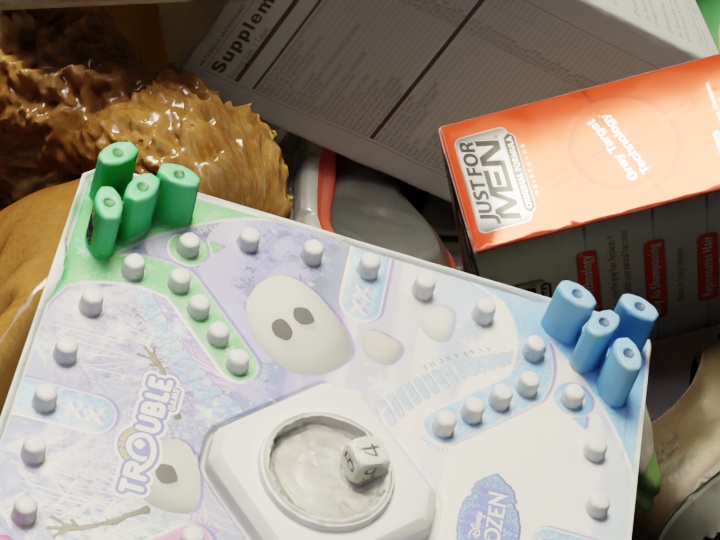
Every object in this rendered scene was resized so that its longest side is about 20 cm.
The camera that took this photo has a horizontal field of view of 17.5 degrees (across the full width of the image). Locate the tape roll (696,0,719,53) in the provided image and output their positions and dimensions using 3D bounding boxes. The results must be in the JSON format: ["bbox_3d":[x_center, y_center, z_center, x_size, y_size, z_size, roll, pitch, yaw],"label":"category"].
[{"bbox_3d":[0.228,-0.081,1.013,0.199,0.048,0.201,-2,44,2],"label":"tape roll"}]

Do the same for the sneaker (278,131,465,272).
[{"bbox_3d":[0.000,0.000,0.947,0.081,0.077,0.201,22,33,-18],"label":"sneaker"}]

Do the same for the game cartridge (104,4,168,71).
[{"bbox_3d":[-0.190,-0.101,0.972,0.199,0.032,0.177,-31,88,-5],"label":"game cartridge"}]

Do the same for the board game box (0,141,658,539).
[{"bbox_3d":[-0.010,0.060,0.710,0.198,0.026,0.201,17,49,-5],"label":"board game box"}]

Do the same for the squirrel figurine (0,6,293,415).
[{"bbox_3d":[-0.126,-0.002,0.879,0.186,0.141,0.201,17,81,45],"label":"squirrel figurine"}]

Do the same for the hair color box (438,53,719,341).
[{"bbox_3d":[0.135,-0.029,0.879,0.198,0.102,0.062,-15,58,-1],"label":"hair color box"}]

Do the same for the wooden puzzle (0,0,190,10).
[{"bbox_3d":[-0.109,-0.183,0.878,0.184,0.046,0.201,1,50,24],"label":"wooden puzzle"}]

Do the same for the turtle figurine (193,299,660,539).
[{"bbox_3d":[0.004,0.104,0.794,0.193,0.144,0.201,-11,58,-33],"label":"turtle figurine"}]

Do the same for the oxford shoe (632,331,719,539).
[{"bbox_3d":[0.167,0.042,0.873,0.199,0.073,0.084,-29,47,-24],"label":"oxford shoe"}]

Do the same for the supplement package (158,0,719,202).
[{"bbox_3d":[0.028,-0.112,0.945,0.199,0.114,0.110,23,34,-30],"label":"supplement package"}]
